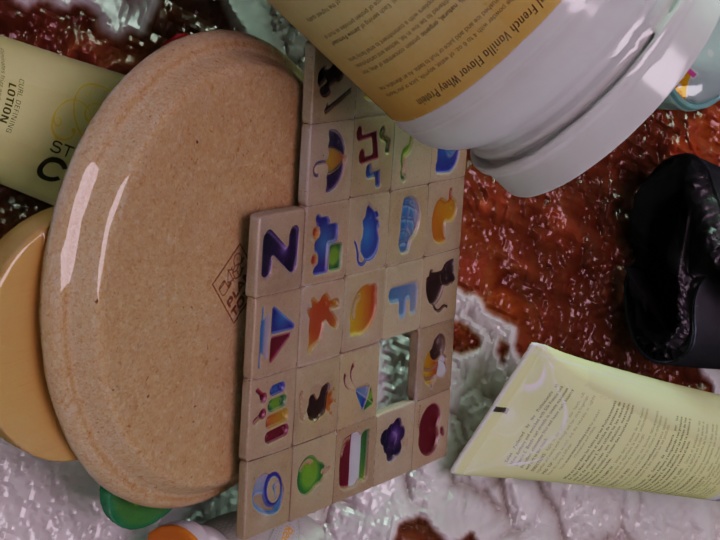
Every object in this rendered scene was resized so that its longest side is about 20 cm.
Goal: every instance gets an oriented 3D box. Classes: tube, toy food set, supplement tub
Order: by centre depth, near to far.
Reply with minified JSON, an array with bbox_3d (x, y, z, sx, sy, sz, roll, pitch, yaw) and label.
[{"bbox_3d":[0.031,-0.139,0.804,0.200,0.144,0.145,42,65,-16],"label":"supplement tub"},{"bbox_3d":[-0.121,-0.058,0.833,0.199,0.058,0.052,20,34,-44],"label":"tube"},{"bbox_3d":[-0.068,0.004,0.841,0.198,0.048,0.201,45,61,-51],"label":"toy food set"},{"bbox_3d":[0.138,0.079,1.020,0.199,0.052,0.059,11,79,-37],"label":"tube"}]

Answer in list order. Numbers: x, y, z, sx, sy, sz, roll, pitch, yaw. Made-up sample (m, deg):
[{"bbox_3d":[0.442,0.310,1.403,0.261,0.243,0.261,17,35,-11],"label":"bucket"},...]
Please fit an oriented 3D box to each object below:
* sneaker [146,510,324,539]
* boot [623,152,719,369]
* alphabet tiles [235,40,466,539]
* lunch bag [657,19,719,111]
[{"bbox_3d":[-0.029,0.195,0.888,0.092,0.075,0.202,-17,101,-41],"label":"sneaker"},{"bbox_3d":[0.221,-0.036,1.077,0.167,0.076,0.202,17,86,-40],"label":"boot"},{"bbox_3d":[0.000,0.000,0.893,0.167,0.007,0.202,-14,110,-57],"label":"alphabet tiles"},{"bbox_3d":[0.167,-0.186,1.038,0.200,0.077,0.161,-42,113,-30],"label":"lunch bag"}]
